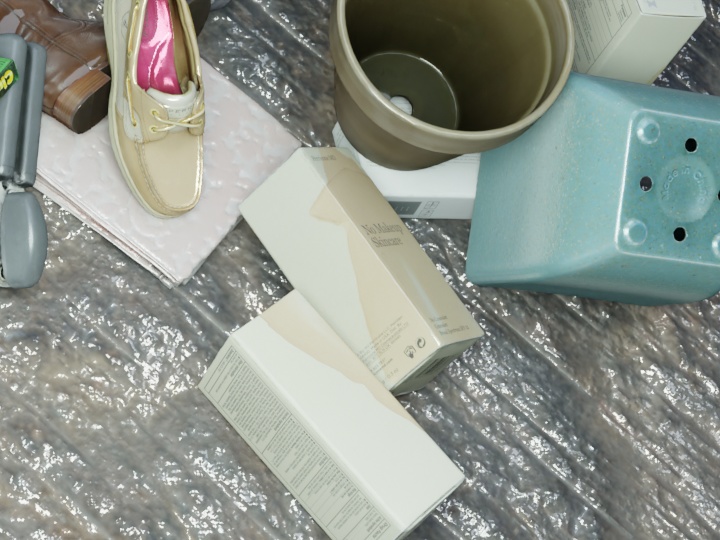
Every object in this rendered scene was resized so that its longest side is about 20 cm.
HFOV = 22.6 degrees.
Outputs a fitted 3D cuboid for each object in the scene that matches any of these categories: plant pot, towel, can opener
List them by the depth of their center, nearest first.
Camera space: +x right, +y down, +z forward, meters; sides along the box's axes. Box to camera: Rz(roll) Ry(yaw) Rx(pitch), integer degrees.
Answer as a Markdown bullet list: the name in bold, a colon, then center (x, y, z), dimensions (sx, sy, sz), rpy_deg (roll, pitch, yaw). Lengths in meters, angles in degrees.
- **can opener**: center (-0.261, -0.084, 1.399), dimensions (0.053, 0.067, 0.201), rpy_deg (19, 73, -62)
- **plant pot**: center (0.056, -0.169, 1.501), dimensions (0.199, 0.174, 0.201), rpy_deg (5, 71, -14)
- **towel**: center (-0.172, -0.102, 1.510), dimensions (0.191, 0.032, 0.200), rpy_deg (39, 53, 1)
- **plant pot**: center (0.225, -0.070, 1.518), dimensions (0.195, 0.200, 0.197), rpy_deg (7, 90, -19)

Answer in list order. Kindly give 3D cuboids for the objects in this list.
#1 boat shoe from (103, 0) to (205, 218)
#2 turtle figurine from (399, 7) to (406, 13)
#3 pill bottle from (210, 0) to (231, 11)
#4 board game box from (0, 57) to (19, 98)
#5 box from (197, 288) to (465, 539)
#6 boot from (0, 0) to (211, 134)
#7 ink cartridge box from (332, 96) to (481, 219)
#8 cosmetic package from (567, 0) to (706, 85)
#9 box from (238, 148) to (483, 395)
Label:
- **boat shoe**: center (-0.158, -0.138, 1.424), dimensions (0.074, 0.069, 0.201), rpy_deg (-17, 103, -30)
- **turtle figurine**: center (0.010, -0.324, 1.613), dimensions (0.144, 0.194, 0.200), rpy_deg (15, 32, -4)
- **pill bottle**: center (-0.136, -0.302, 1.605), dimensions (0.106, 0.106, 0.200), rpy_deg (32, 53, -3)
- **board game box**: center (-0.373, -0.142, 1.385), dimensions (0.200, 0.023, 0.105), rpy_deg (15, 48, 24)
- **box**: center (-0.024, 0.125, 1.397), dimensions (0.200, 0.095, 0.078), rpy_deg (48, 53, 8)
- **boot**: center (-0.252, -0.222, 1.506), dimensions (0.200, 0.064, 0.186), rpy_deg (35, 56, 20)
- **ink cartridge box**: center (0.071, -0.130, 1.631), dimensions (0.199, 0.044, 0.174), rpy_deg (0, 59, -23)
- **cosmetic package**: center (0.225, -0.212, 1.652), dimensions (0.073, 0.200, 0.104), rpy_deg (1, 60, -25)
- **box**: center (0.000, 0.000, 1.466), dimensions (0.200, 0.078, 0.095), rpy_deg (54, 23, 12)
